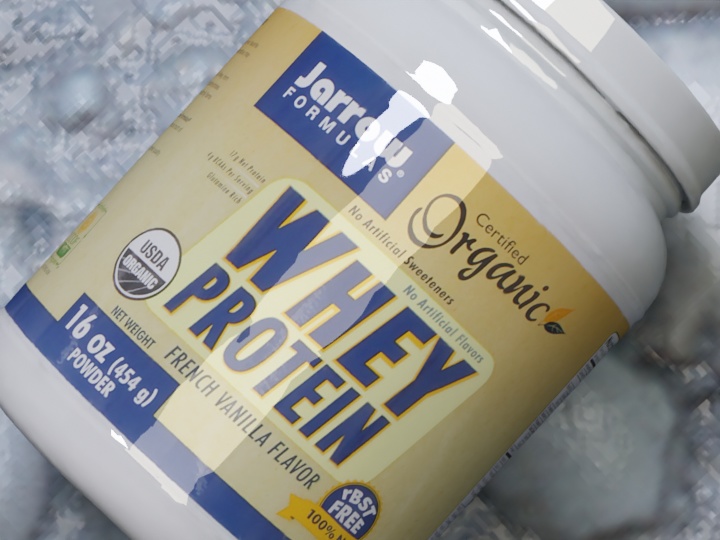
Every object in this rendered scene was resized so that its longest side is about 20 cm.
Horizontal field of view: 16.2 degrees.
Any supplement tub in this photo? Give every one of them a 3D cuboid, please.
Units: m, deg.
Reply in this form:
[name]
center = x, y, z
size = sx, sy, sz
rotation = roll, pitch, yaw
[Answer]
[supplement tub]
center = 0.000, 0.000, 0.757
size = 0.144, 0.144, 0.200
rotation = 42, 88, 6
